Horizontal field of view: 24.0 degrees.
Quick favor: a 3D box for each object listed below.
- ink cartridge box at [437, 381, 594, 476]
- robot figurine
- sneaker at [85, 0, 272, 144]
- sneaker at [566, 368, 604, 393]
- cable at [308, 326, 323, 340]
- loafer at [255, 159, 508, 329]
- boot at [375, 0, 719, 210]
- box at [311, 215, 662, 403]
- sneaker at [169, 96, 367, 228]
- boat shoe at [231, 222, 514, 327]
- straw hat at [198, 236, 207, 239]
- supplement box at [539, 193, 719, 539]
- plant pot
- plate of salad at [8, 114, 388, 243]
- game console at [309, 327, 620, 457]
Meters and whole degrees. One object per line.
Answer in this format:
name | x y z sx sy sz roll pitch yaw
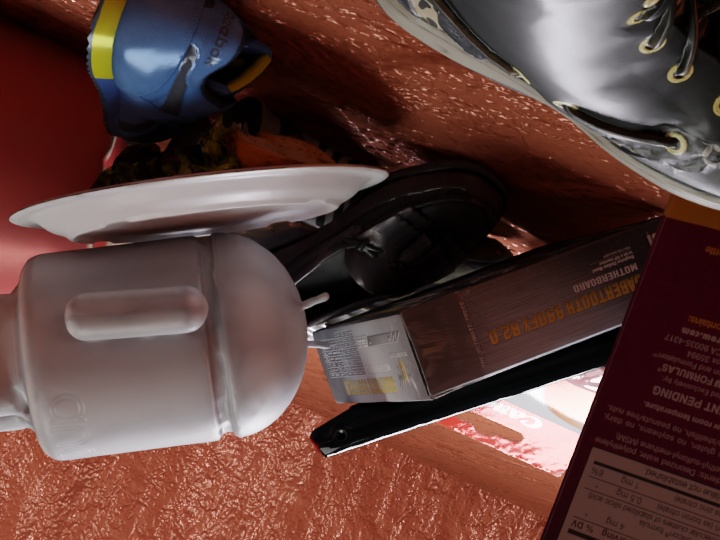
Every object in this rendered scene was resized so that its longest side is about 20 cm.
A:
ink cartridge box | 0.128 0.099 1.278 0.162 0.050 0.200 24 138 -12
robot figurine | -0.115 0.041 0.927 0.199 0.113 0.170 -7 168 -3
sneaker | -0.087 -0.096 0.859 0.078 0.066 0.200 18 171 0
sneaker | 0.182 0.056 1.073 0.200 0.076 0.105 20 177 40
cable | 0.010 0.031 1.382 0.199 0.069 0.200 15 168 34
loafer | 0.000 0.000 0.974 0.200 0.063 0.072 -22 130 36
boot | 0.092 -0.075 0.487 0.203 0.074 0.154 25 176 4
box | 0.073 0.025 0.944 0.158 0.049 0.200 -20 180 -16
sneaker | -0.060 -0.046 1.060 0.115 0.076 0.200 27 168 -21
boat shoe | 0.001 0.014 1.078 0.199 0.074 0.075 4 -165 1
straw hat | -0.134 -0.009 1.240 0.085 0.201 0.201 47 168 -6
supplement box | 0.181 0.080 0.816 0.103 0.201 0.131 17 171 32
plant pot | -0.237 -0.068 1.039 0.177 0.201 0.200 13 172 -3
plate of salad | -0.085 -0.047 0.889 0.199 0.048 0.200 -8 178 0
game console | 0.081 0.060 0.976 0.199 0.031 0.177 -20 174 13
